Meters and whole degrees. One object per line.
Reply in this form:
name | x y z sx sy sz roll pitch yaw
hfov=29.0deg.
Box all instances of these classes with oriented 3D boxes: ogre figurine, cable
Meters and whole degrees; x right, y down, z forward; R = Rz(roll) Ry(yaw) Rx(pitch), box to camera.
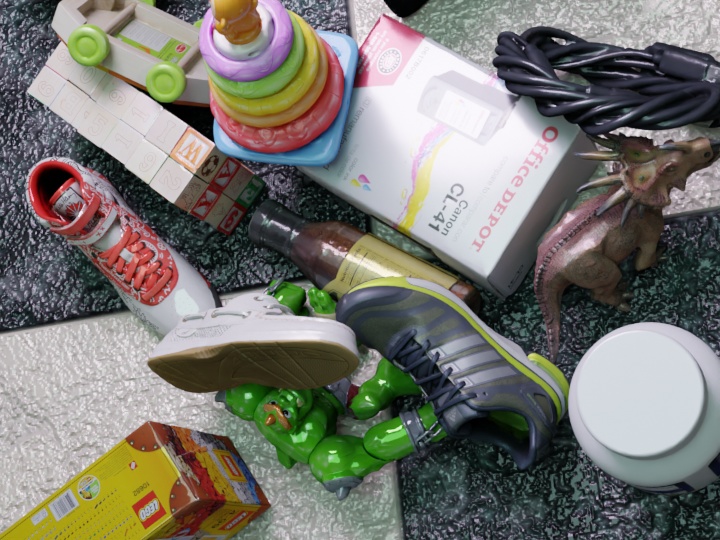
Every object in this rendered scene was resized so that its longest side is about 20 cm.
ogre figurine | -0.027 0.100 1.110 0.200 0.098 0.120 40 75 6
cable | 0.182 -0.139 1.053 0.200 0.163 0.051 23 122 31

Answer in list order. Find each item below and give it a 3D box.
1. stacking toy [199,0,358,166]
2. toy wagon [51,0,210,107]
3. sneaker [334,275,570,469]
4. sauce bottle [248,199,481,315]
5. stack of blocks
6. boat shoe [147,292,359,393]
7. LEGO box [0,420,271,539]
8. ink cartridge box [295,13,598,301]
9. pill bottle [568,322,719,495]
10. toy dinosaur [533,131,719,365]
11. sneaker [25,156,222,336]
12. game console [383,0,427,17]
stacking toy | -0.077 -0.162 1.027 0.110 0.200 0.116 8 76 13
toy wagon | -0.158 -0.181 1.180 0.200 0.155 0.040 26 115 -3
sneaker | 0.069 0.075 1.040 0.200 0.081 0.074 29 130 -7
sauce bottle | 0.000 0.000 1.136 0.200 0.066 0.066 28 88 24
stack of blocks | -0.189 -0.119 1.195 0.200 0.115 0.059 36 91 22
boat shoe | -0.079 0.047 1.062 0.200 0.071 0.069 -5 51 38
LEGO box | -0.193 0.212 1.107 0.200 0.149 0.077 -38 70 8
ink cartridge box | 0.068 -0.093 1.120 0.200 0.086 0.148 32 89 23
pill bottle | 0.206 0.097 0.972 0.111 0.200 0.111 -4 77 17
toy dinosaur | 0.178 -0.030 1.043 0.086 0.136 0.200 40 93 21
sneaker | -0.206 -0.016 1.181 0.067 0.108 0.201 -44 69 5
game console | 0.093 -0.258 1.085 0.172 0.200 0.119 -41 68 6
